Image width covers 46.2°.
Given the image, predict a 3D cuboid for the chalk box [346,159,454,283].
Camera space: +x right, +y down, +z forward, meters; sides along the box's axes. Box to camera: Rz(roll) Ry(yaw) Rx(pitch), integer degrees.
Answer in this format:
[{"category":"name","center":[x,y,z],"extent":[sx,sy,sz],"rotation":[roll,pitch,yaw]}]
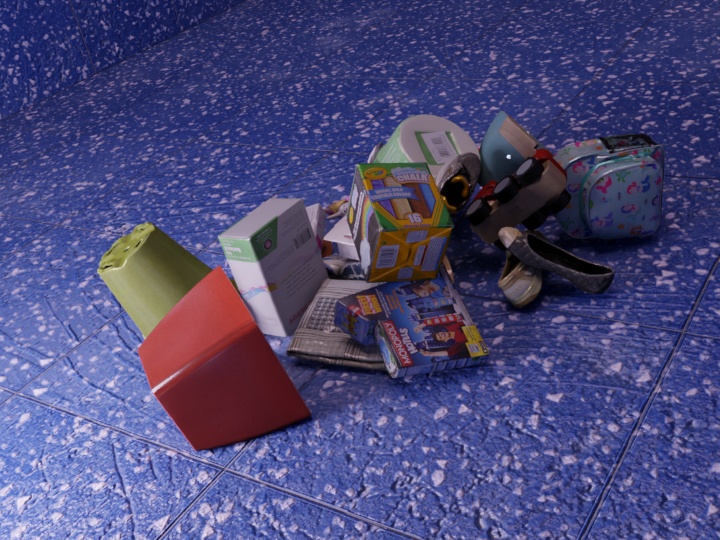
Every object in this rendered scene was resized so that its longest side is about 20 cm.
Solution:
[{"category":"chalk box","center":[0.054,-0.094,1.367],"extent":[0.124,0.125,0.200],"rotation":[-3,48,-15]}]

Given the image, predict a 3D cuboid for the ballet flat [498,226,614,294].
[{"category":"ballet flat","center":[0.321,-0.026,1.387],"extent":[0.200,0.057,0.067],"rotation":[26,43,3]}]

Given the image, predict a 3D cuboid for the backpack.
[{"category":"backpack","center":[0.434,-0.143,1.502],"extent":[0.199,0.178,0.151],"rotation":[-4,28,4]}]

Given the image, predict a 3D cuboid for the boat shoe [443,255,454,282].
[{"category":"boat shoe","center":[0.117,-0.024,1.532],"extent":[0.070,0.071,0.200],"rotation":[-9,30,-1]}]

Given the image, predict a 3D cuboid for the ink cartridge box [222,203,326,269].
[{"category":"ink cartridge box","center":[-0.166,-0.055,1.645],"extent":[0.200,0.042,0.119],"rotation":[-15,40,18]}]

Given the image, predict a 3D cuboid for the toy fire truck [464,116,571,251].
[{"category":"toy fire truck","center":[0.267,-0.163,1.491],"extent":[0.176,0.129,0.200],"rotation":[-40,18,31]}]

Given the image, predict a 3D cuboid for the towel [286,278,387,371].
[{"category":"towel","center":[-0.003,0.083,1.404],"extent":[0.200,0.035,0.193],"rotation":[6,40,19]}]

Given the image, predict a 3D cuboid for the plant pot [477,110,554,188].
[{"category":"plant pot","center":[0.305,-0.199,1.669],"extent":[0.135,0.200,0.200],"rotation":[-48,28,12]}]

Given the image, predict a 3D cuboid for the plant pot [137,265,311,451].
[{"category":"plant pot","center":[-0.218,0.147,1.271],"extent":[0.176,0.200,0.200],"rotation":[-31,33,-8]}]

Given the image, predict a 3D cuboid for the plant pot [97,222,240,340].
[{"category":"plant pot","center":[-0.341,0.024,1.450],"extent":[0.200,0.190,0.200],"rotation":[-29,29,18]}]

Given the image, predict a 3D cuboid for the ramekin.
[{"category":"ramekin","center":[0.136,-0.209,1.643],"extent":[0.200,0.098,0.200],"rotation":[12,52,-15]}]

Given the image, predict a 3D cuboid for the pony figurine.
[{"category":"pony figurine","center":[0.046,-0.138,1.700],"extent":[0.200,0.167,0.193],"rotation":[18,47,18]}]

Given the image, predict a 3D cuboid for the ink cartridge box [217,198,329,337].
[{"category":"ink cartridge box","center":[-0.143,-0.006,1.473],"extent":[0.087,0.200,0.145],"rotation":[4,34,39]}]

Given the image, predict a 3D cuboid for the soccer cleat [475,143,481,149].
[{"category":"soccer cleat","center":[0.257,-0.258,1.897],"extent":[0.200,0.067,0.076],"rotation":[1,1,33]}]

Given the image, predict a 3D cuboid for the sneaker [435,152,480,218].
[{"category":"sneaker","center":[0.175,-0.146,1.506],"extent":[0.082,0.078,0.200],"rotation":[-34,18,48]}]

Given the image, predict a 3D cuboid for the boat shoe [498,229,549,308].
[{"category":"boat shoe","center":[0.275,-0.018,1.447],"extent":[0.073,0.063,0.201],"rotation":[-34,19,38]}]

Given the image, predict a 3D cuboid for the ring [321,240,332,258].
[{"category":"ring","center":[-0.151,-0.020,1.683],"extent":[0.200,0.019,0.201],"rotation":[-9,30,5]}]

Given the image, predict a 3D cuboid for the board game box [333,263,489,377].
[{"category":"board game box","center":[0.068,0.088,1.321],"extent":[0.199,0.062,0.200],"rotation":[-7,46,-16]}]

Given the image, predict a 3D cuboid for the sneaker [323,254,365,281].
[{"category":"sneaker","center":[0.000,0.000,1.537],"extent":[0.200,0.077,0.085],"rotation":[12,34,35]}]

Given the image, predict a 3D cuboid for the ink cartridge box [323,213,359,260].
[{"category":"ink cartridge box","center":[0.034,-0.071,1.502],"extent":[0.117,0.067,0.200],"rotation":[12,38,30]}]
